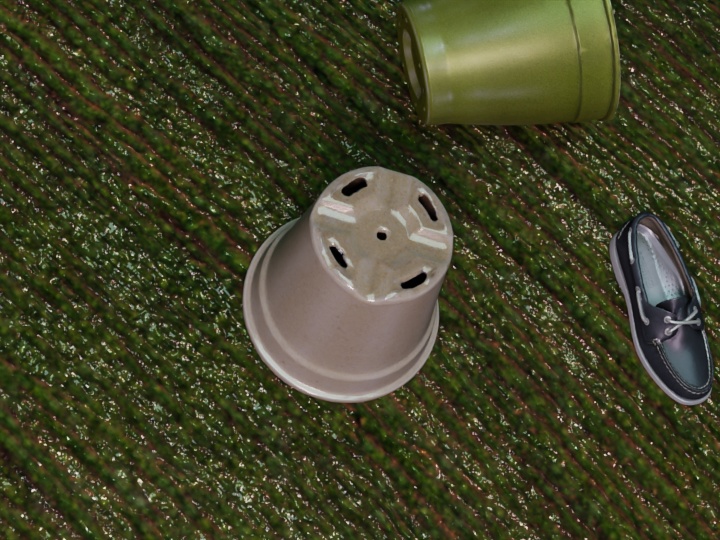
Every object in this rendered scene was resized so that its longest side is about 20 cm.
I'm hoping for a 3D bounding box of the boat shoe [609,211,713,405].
[{"bbox_3d":[0.310,0.037,1.700,0.075,0.060,0.201,-18,73,-20],"label":"boat shoe"}]

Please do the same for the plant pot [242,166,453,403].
[{"bbox_3d":[0.000,0.000,1.571,0.199,0.184,0.202,5,66,-11],"label":"plant pot"}]

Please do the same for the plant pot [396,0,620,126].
[{"bbox_3d":[0.142,-0.232,1.715,0.191,0.201,0.202,-13,71,-6],"label":"plant pot"}]
